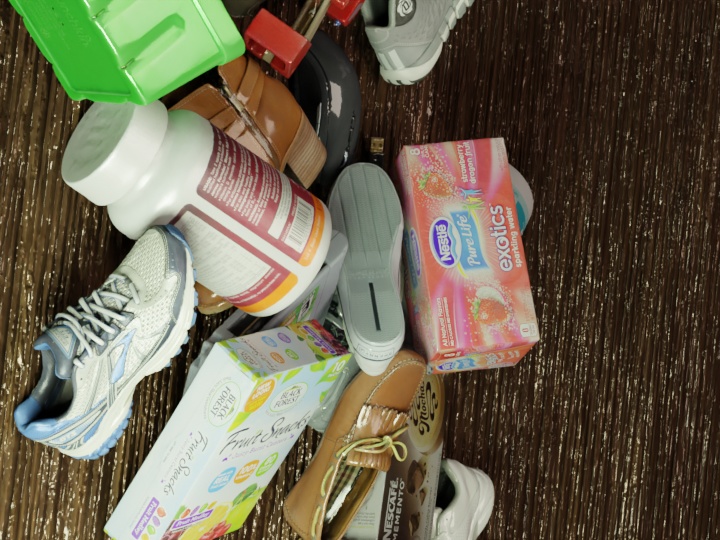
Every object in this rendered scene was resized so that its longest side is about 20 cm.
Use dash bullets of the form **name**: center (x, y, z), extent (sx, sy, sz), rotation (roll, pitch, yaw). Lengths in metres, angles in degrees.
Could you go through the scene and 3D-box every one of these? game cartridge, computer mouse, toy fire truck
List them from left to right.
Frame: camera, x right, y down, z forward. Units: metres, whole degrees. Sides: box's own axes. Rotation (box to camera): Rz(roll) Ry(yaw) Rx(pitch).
- **game cartridge**: center (-0.083, 0.063, 1.617), extent (0.200, 0.040, 0.134), rotation (-46, 166, -41)
- **toy fire truck**: center (-0.038, -0.230, 1.655), extent (0.141, 0.049, 0.200), rotation (-56, 177, 0)
- **computer mouse**: center (-0.008, -0.126, 1.774), extent (0.140, 0.046, 0.201), rotation (-17, 108, -57)

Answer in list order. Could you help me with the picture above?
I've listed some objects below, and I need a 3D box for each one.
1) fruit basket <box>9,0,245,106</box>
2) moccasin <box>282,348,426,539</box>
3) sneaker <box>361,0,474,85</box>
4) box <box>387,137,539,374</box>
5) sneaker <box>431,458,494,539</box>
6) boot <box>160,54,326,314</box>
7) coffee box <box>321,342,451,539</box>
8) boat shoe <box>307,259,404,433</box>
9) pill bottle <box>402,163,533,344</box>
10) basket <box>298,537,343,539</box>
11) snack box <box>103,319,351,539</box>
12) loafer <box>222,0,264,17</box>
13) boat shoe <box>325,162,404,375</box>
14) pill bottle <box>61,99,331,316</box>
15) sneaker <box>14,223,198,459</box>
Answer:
- **fruit basket**: center (-0.170, -0.247, 1.402), extent (0.215, 0.155, 0.217), rotation (-9, 103, -46)
- **moccasin**: center (0.001, 0.162, 1.716), extent (0.073, 0.078, 0.202), rotation (27, 100, -44)
- **sneaker**: center (0.057, -0.288, 1.841), extent (0.116, 0.075, 0.201), rotation (53, 50, -45)
- **box**: center (0.092, -0.013, 1.767), extent (0.095, 0.102, 0.201), rotation (118, -35, -70)
- **sneaker**: center (0.076, 0.285, 1.948), extent (0.099, 0.078, 0.201), rotation (37, 52, -47)
- **boot**: center (-0.115, -0.080, 1.578), extent (0.155, 0.076, 0.201), rotation (48, 66, -40)
- **coffee box**: center (0.020, 0.171, 1.821), extent (0.113, 0.079, 0.201), rotation (21, 75, -59)
- **boat shoe**: center (-0.015, 0.050, 1.754), extent (0.071, 0.070, 0.202), rotation (29, 74, -58)
- **pill bottle**: center (0.091, -0.017, 1.889), extent (0.201, 0.110, 0.111), rotation (-62, 141, -36)
- **basket**: center (-0.031, 0.354, 1.695), extent (0.200, 0.142, 0.150), rotation (-42, 127, -49)
- **snack box**: center (-0.107, 0.138, 1.532), extent (0.142, 0.053, 0.201), rotation (-13, 140, -59)
- **loafer**: center (-0.077, -0.285, 1.634), extent (0.200, 0.073, 0.072), rotation (-52, 165, -45)
- **boat shoe**: center (0.000, 0.000, 1.706), extent (0.067, 0.073, 0.201), rotation (105, -13, -56)
- **pill bottle**: center (-0.126, -0.056, 1.474), extent (0.200, 0.109, 0.110), rotation (35, 62, -31)
- **sneaker**: center (-0.191, 0.053, 1.406), extent (0.085, 0.077, 0.201), rotation (14, 110, -45)
